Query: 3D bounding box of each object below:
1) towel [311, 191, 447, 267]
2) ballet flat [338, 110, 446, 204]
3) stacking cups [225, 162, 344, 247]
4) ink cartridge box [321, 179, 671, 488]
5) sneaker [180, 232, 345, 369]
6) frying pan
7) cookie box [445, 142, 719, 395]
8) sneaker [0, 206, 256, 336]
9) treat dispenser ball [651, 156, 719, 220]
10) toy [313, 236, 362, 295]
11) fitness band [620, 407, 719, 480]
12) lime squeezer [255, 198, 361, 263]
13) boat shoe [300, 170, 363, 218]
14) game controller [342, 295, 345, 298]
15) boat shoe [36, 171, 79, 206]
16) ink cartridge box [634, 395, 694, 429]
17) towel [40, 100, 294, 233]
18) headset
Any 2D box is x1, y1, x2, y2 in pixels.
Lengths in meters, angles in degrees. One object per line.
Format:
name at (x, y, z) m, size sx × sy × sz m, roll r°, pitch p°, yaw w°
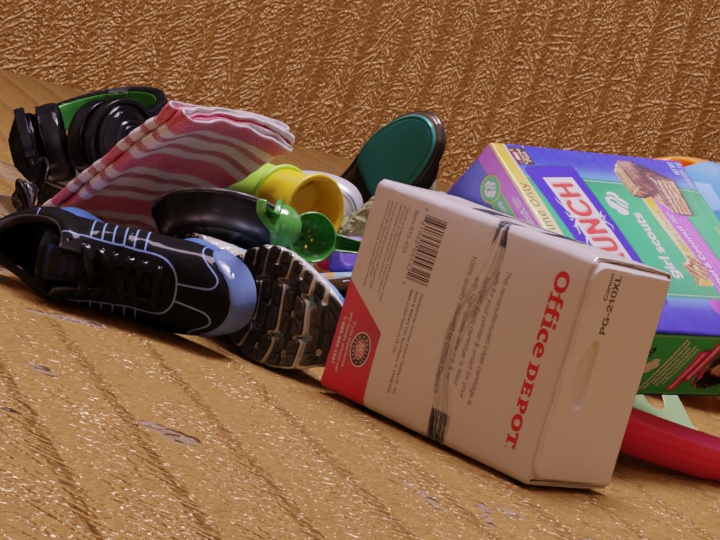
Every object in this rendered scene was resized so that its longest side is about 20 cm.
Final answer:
towel at (0.021, -0.017, 1.943) m, size 0.037 × 0.148 × 0.200 m, roll 60°, pitch 22°, yaw 16°
ballet flat at (0.016, -0.068, 1.957) m, size 0.068 × 0.200 × 0.068 m, roll 2°, pitch 57°, yaw -48°
stacking cups at (-0.097, -0.061, 1.801) m, size 0.060 × 0.061 × 0.199 m, roll 10°, pitch 5°, yaw -42°
ink cartridge box at (0.084, 0.039, 1.487) m, size 0.084 × 0.146 × 0.200 m, roll 11°, pitch 8°, yaw -45°
sneaker at (-0.055, 0.021, 1.632) m, size 0.090 × 0.079 × 0.200 m, roll 15°, pitch 6°, yaw -38°
frying pan at (-0.116, -0.017, 1.730) m, size 0.114 × 0.031 × 0.190 m, roll 22°, pitch -27°, yaw -23°
cookie box at (0.176, 0.001, 1.605) m, size 0.199 × 0.075 × 0.172 m, roll 2°, pitch 47°, yaw -42°
sneaker at (-0.167, 0.003, 1.585) m, size 0.199 × 0.071 × 0.078 m, roll 15°, pitch 14°, yaw 32°
treat dispenser ball at (0.275, 0.001, 2.027) m, size 0.200 × 0.202 × 0.201 m, roll 15°, pitch 6°, yaw -2°
toy at (0.000, 0.000, 1.790) m, size 0.114 × 0.048 × 0.200 m, roll -2°, pitch -9°, yaw 2°
fitness band at (0.205, 0.077, 1.638) m, size 0.199 × 0.037 × 0.144 m, roll 18°, pitch 35°, yaw -25°
lime squeezer at (-0.036, -0.023, 1.634) m, size 0.070 × 0.038 × 0.200 m, roll 26°, pitch 4°, yaw 37°
boat shoe at (-0.097, -0.034, 1.919) m, size 0.199 × 0.074 × 0.065 m, roll -10°, pitch 17°, yaw 12°
game controller at (0.059, 0.048, 1.782) m, size 0.104 × 0.042 × 0.199 m, roll 5°, pitch -1°, yaw 39°
boat shoe at (-0.175, -0.036, 1.870) m, size 0.199 × 0.064 × 0.071 m, roll 20°, pitch 9°, yaw 28°
ink cartridge box at (0.164, 0.056, 1.708) m, size 0.199 × 0.048 × 0.146 m, roll 10°, pitch 39°, yaw -31°
towel at (-0.157, -0.055, 1.708) m, size 0.146 × 0.200 × 0.030 m, roll 5°, pitch 53°, yaw -58°
headset at (-0.221, -0.086, 1.824) m, size 0.123 × 0.094 × 0.200 m, roll -4°, pitch 21°, yaw 22°
